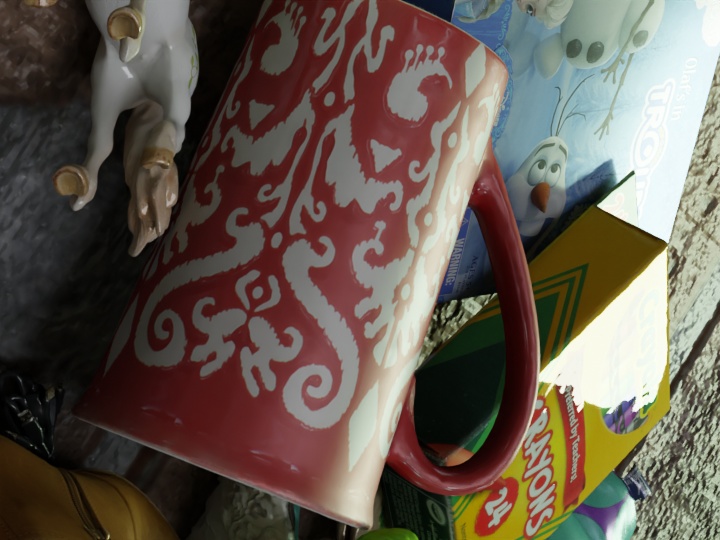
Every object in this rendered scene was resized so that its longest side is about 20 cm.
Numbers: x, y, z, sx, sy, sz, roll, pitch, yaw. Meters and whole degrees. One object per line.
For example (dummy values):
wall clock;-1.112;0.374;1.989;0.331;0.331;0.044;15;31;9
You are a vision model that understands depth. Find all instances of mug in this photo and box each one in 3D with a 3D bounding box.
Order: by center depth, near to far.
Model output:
mug;-0.010;-0.003;0.849;0.177;0.133;0.201;26;82;-45

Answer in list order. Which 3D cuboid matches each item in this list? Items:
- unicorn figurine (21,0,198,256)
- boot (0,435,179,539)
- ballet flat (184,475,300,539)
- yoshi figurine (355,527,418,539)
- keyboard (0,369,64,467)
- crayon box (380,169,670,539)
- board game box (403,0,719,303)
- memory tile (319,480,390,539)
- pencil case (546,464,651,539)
unicorn figurine;-0.080;-0.115;0.763;0.138;0.073;0.201;-74;-176;-48
boot;-0.108;0.128;0.800;0.071;0.144;0.201;-48;135;-3
ballet flat;-0.057;0.161;0.964;0.072;0.072;0.201;-22;125;-33
yoshi figurine;0.009;0.165;0.826;0.112;0.112;0.200;-46;177;21
keyboard;-0.174;0.114;0.855;0.127;0.021;0.201;-26;130;-24
crayon box;0.093;0.058;0.980;0.200;0.051;0.127;-42;143;-27
board game box;0.094;-0.089;0.973;0.198;0.043;0.201;-10;120;-41
memory tile;0.010;0.176;1.017;0.153;0.017;0.201;-53;149;-42
pencil case;0.074;0.178;1.032;0.092;0.085;0.200;48;52;-16
